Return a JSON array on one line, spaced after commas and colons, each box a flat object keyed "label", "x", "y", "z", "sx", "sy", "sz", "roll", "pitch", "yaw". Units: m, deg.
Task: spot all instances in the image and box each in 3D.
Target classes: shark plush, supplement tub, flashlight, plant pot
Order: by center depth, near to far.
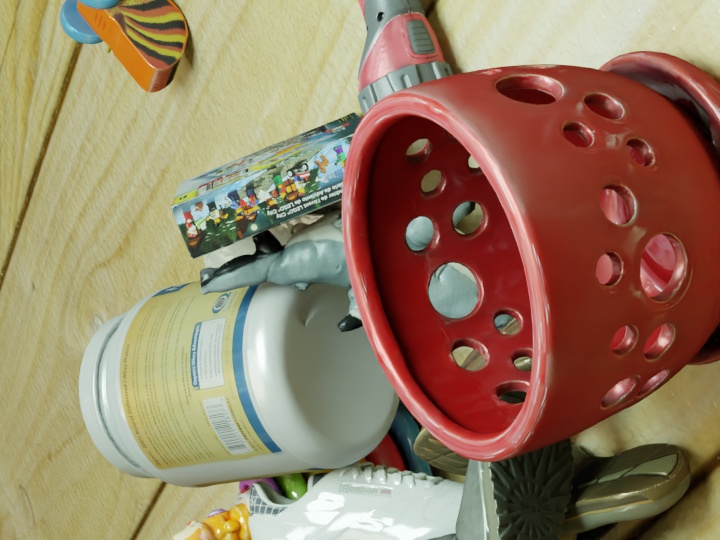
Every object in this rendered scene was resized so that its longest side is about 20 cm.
[{"label": "plant pot", "x": 0.114, "y": -0.015, "z": 1.141, "sx": 0.200, "sy": 0.182, "sz": 0.201, "roll": 39, "pitch": 136, "yaw": 51}, {"label": "shark plush", "x": 0.000, "y": 0.000, "z": 1.370, "sx": 0.091, "sy": 0.199, "sz": 0.084, "roll": 141, "pitch": 128, "yaw": -67}, {"label": "flashlight", "x": 0.007, "y": -0.186, "z": 1.402, "sx": 0.068, "sy": 0.067, "sz": 0.201, "roll": 53, "pitch": -164, "yaw": -75}, {"label": "supplement tub", "x": -0.086, "y": 0.074, "z": 1.483, "sx": 0.199, "sy": 0.144, "sz": 0.145, "roll": -12, "pitch": 93, "yaw": 40}]

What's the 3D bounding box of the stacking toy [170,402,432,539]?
[{"label": "stacking toy", "x": -0.049, "y": 0.172, "z": 1.541, "sx": 0.116, "sy": 0.199, "sz": 0.110, "roll": -17, "pitch": 89, "yaw": 68}]

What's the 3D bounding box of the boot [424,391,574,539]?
[{"label": "boot", "x": 0.038, "y": 0.174, "z": 1.302, "sx": 0.200, "sy": 0.072, "sz": 0.183, "roll": -29, "pitch": 43, "yaw": 48}]

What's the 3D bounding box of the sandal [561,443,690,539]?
[{"label": "sandal", "x": 0.141, "y": 0.148, "z": 1.315, "sx": 0.054, "sy": 0.080, "sz": 0.200, "roll": 56, "pitch": 152, "yaw": -10}]

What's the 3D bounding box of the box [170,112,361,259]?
[{"label": "box", "x": -0.055, "y": -0.060, "z": 1.423, "sx": 0.200, "sy": 0.136, "sz": 0.038, "roll": -111, "pitch": 0, "yaw": -82}]

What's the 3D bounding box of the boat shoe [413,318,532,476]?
[{"label": "boat shoe", "x": 0.096, "y": 0.077, "z": 1.366, "sx": 0.200, "sy": 0.072, "sz": 0.068, "roll": 131, "pitch": 159, "yaw": -56}]

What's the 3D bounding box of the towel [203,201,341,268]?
[{"label": "towel", "x": -0.028, "y": 0.014, "z": 1.529, "sx": 0.199, "sy": 0.034, "sz": 0.133, "roll": 5, "pitch": 115, "yaw": 36}]

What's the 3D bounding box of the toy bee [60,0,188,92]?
[{"label": "toy bee", "x": -0.206, "y": -0.248, "z": 1.774, "sx": 0.200, "sy": 0.109, "sz": 0.131, "roll": 53, "pitch": 147, "yaw": -10}]

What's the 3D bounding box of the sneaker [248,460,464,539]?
[{"label": "sneaker", "x": 0.017, "y": 0.165, "z": 1.449, "sx": 0.076, "sy": 0.199, "sz": 0.081, "roll": 24, "pitch": -126, "yaw": -73}]
